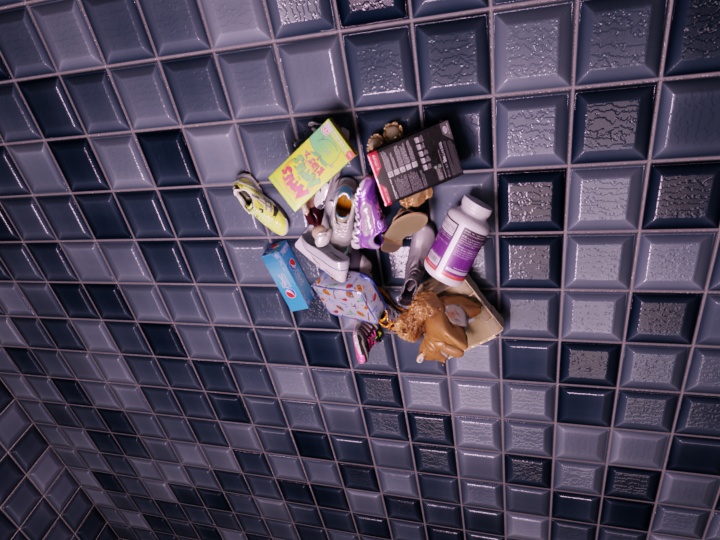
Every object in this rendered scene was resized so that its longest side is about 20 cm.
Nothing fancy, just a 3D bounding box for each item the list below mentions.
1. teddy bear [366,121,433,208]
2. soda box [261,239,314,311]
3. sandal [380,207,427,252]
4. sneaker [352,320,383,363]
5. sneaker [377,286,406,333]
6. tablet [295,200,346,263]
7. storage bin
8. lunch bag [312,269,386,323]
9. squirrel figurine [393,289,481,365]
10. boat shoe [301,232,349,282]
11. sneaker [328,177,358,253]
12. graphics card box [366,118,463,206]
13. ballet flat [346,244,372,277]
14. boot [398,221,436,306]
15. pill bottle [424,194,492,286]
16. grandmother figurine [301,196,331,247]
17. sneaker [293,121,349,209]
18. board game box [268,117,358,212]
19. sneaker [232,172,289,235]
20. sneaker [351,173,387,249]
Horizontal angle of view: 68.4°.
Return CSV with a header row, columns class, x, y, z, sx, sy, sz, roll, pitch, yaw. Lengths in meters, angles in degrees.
class,x,y,z,sx,sy,sz,roll,pitch,yaw
teddy bear,0.098,-0.250,1.259,0.198,0.067,0.146,38,110,-10
soda box,-0.210,0.017,1.551,0.066,0.065,0.205,-11,120,25
sandal,0.103,-0.123,1.346,0.075,0.072,0.212,10,153,-18
sneaker,0.025,0.189,1.522,0.084,0.202,0.076,-7,115,5
sneaker,0.086,0.138,1.530,0.198,0.078,0.078,40,126,-14
tablet,-0.087,-0.089,1.466,0.129,0.014,0.200,38,128,-10
storage bin,0.259,0.109,1.439,0.196,0.095,0.201,-31,110,33
lunch bag,-0.031,0.070,1.434,0.195,0.077,0.162,10,146,37
squirrel figurine,0.184,0.151,1.364,0.195,0.144,0.189,27,141,-2
boat shoe,-0.100,-0.034,1.396,0.199,0.071,0.069,41,133,46
sneaker,-0.049,-0.131,1.365,0.073,0.082,0.206,8,124,5
graphics card box,0.124,-0.244,1.197,0.193,0.051,0.129,-21,106,10
ballet flat,0.000,0.000,1.450,0.070,0.075,0.203,11,145,10
boot,0.146,-0.013,1.363,0.067,0.133,0.206,12,128,10
pill bottle,0.240,-0.073,1.283,0.109,0.113,0.205,25,111,-2
grandmother figurine,-0.126,-0.161,1.356,0.059,0.121,0.207,-15,98,32
sneaker,-0.112,-0.265,1.294,0.126,0.080,0.205,22,118,10
board game box,-0.110,-0.244,1.232,0.198,0.048,0.102,-39,98,16
sneaker,-0.275,-0.165,1.434,0.074,0.077,0.200,-32,111,32
sneaker,0.030,-0.139,1.325,0.086,0.081,0.207,19,126,22
